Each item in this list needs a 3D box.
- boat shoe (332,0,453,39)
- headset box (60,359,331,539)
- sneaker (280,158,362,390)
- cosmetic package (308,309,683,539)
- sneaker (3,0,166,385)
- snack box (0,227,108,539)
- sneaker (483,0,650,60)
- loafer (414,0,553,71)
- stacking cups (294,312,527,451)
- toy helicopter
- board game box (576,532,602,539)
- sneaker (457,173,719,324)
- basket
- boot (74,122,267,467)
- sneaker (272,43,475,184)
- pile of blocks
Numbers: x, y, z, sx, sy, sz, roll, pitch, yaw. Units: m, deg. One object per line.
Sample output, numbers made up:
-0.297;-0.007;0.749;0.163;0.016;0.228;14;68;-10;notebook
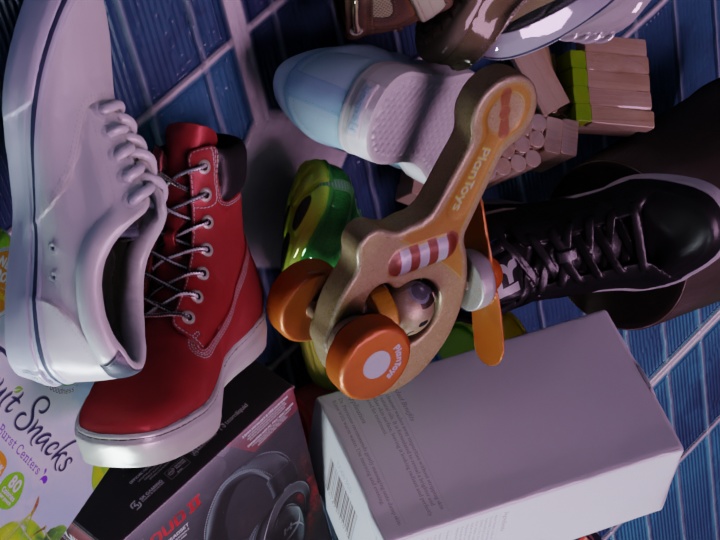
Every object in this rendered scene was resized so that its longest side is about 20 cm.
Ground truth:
-0.016;-0.196;1.372;0.075;0.075;0.203;-25;130;2;boat shoe
-0.102;0.143;1.545;0.149;0.077;0.200;-42;147;-24;headset box
0.000;0.000;1.541;0.200;0.083;0.074;76;16;-57;sneaker
0.079;0.111;1.588;0.199;0.113;0.081;-14;147;-18;cosmetic package
-0.128;-0.044;1.281;0.073;0.071;0.201;-13;104;-69;sneaker
-0.199;0.075;1.362;0.142;0.053;0.200;-57;150;-16;snack box
0.137;-0.167;1.606;0.200;0.073;0.071;-35;135;-34;sneaker
0.105;-0.179;1.490;0.067;0.076;0.200;45;65;-14;loafer
0.021;0.072;1.685;0.200;0.060;0.061;-16;130;-41;stacking cups
0.047;-0.019;1.450;0.132;0.079;0.200;13;110;-44;toy helicopter
0.054;0.203;1.749;0.200;0.057;0.165;-31;152;7;board game box
0.121;-0.004;1.603;0.112;0.199;0.073;-35;113;-54;sneaker
0.221;-0.043;1.729;0.200;0.180;0.136;-23;114;-46;basket
-0.102;0.006;1.372;0.200;0.072;0.145;-59;149;-62;boot
0.011;-0.098;1.496;0.074;0.082;0.200;-65;161;3;sneaker
0.092;-0.090;1.642;0.200;0.082;0.062;-26;180;-28;pile of blocks
